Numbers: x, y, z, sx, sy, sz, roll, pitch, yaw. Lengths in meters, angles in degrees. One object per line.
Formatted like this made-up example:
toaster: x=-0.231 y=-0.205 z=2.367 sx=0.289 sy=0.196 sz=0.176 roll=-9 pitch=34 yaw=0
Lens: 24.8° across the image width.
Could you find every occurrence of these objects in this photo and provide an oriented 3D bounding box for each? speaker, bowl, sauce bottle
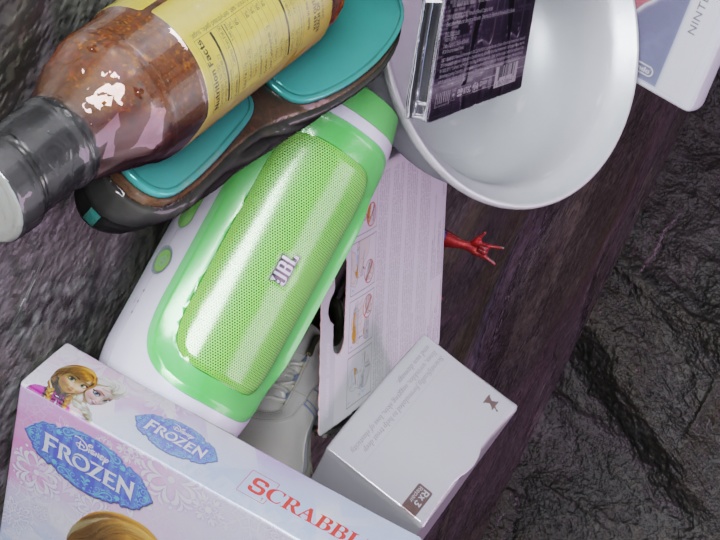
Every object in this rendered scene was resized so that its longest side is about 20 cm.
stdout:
speaker: x=-0.058 y=-0.008 z=0.841 sx=0.200 sy=0.088 sz=0.088 roll=-62 pitch=166 yaw=-7
bowl: x=0.064 y=-0.134 z=0.964 sx=0.201 sy=0.090 sz=0.202 roll=0 pitch=90 yaw=-38
sauce bottle: x=-0.084 y=-0.080 z=0.656 sx=0.200 sy=0.066 sz=0.066 roll=-42 pitch=156 yaw=-39

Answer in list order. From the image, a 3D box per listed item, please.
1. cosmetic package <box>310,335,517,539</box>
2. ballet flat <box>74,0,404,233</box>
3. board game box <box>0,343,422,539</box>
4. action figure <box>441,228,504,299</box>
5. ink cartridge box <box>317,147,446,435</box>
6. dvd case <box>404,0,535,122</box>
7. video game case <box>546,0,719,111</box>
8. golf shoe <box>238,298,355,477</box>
cosmetic package: x=0.017 y=0.143 z=1.082 sx=0.113 sy=0.081 sz=0.200 roll=-47 pitch=169 yaw=-33
ballet flat: x=-0.061 y=-0.079 z=0.753 sx=0.200 sy=0.068 sz=0.068 roll=-38 pitch=180 yaw=-38
board game box: x=-0.087 y=0.163 z=0.806 sx=0.041 sy=0.200 sz=0.200 roll=-45 pitch=157 yaw=-51
action figure: x=0.032 y=0.022 z=1.217 sx=0.201 sy=0.099 sz=0.065 roll=-68 pitch=166 yaw=8
ink cartridge box: x=0.000 y=0.000 z=1.066 sx=0.200 sy=0.050 sz=0.163 roll=-29 pitch=124 yaw=-60
dvd case: x=0.065 y=-0.178 z=0.776 sx=0.149 sy=0.016 sz=0.201 roll=-29 pitch=130 yaw=-64
video game case: x=0.153 y=-0.221 z=0.992 sx=0.023 sy=0.200 sz=0.183 roll=-25 pitch=141 yaw=-48
golf shoe: x=-0.057 y=0.082 z=1.083 sx=0.200 sy=0.078 sz=0.098 roll=-49 pitch=144 yaw=-63
